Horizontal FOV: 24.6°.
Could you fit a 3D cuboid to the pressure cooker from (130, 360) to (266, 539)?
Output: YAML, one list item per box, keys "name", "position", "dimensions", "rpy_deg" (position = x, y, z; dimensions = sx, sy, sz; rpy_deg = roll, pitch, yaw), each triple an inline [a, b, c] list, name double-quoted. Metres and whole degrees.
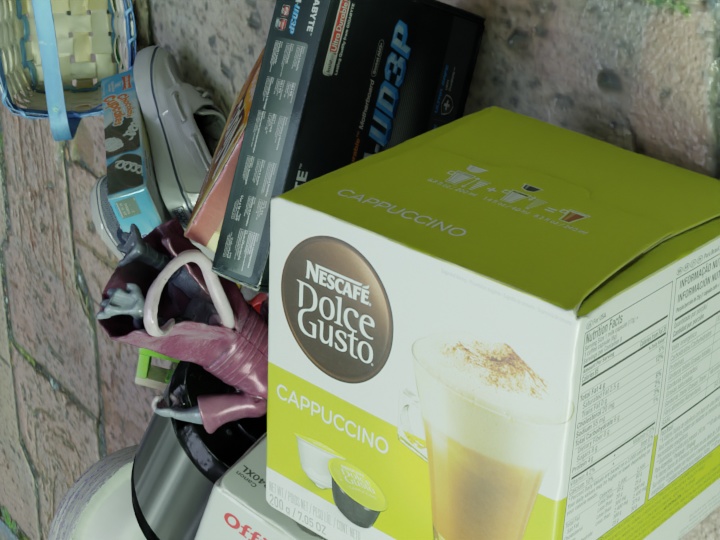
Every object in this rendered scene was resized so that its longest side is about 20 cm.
- name: "pressure cooker"
  position: [-0.093, 0.156, 1.335]
  dimensions: [0.179, 0.175, 0.200]
  rpy_deg: [64, 144, 28]

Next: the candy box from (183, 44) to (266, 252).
- name: "candy box"
  position: [-0.061, -0.105, 1.168]
  dimensions: [0.116, 0.055, 0.200]
  rpy_deg: [-57, 12, 31]

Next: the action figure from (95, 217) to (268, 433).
- name: "action figure"
  position: [-0.087, 0.044, 1.175]
  dimensions: [0.200, 0.134, 0.149]
  rpy_deg: [39, 155, -23]

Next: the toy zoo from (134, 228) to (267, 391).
- name: "toy zoo"
  position: [-0.115, 0.035, 1.390]
  dimensions: [0.021, 0.131, 0.200]
  rpy_deg: [-79, 4, -50]

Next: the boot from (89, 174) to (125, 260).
- name: "boot"
  position: [-0.184, -0.031, 1.549]
  dimensions: [0.200, 0.073, 0.090]
  rpy_deg: [57, 137, 21]

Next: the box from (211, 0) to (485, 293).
- name: "box"
  position: [-0.004, -0.082, 1.047]
  dimensions: [0.046, 0.159, 0.201]
  rpy_deg: [19, 96, 39]

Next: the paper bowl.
- name: "paper bowl"
  position: [-0.175, 0.262, 1.495]
  dimensions: [0.104, 0.200, 0.202]
  rpy_deg: [2, 102, 60]

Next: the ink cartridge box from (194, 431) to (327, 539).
- name: "ink cartridge box"
  position: [-0.049, 0.230, 1.172]
  dimensions: [0.145, 0.083, 0.200]
  rpy_deg: [33, 131, 13]

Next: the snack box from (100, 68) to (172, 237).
- name: "snack box"
  position: [-0.190, -0.078, 1.452]
  dimensions: [0.200, 0.037, 0.116]
  rpy_deg: [-105, -4, -53]

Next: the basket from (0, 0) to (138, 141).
- name: "basket"
  position: [-0.279, -0.223, 1.536]
  dimensions: [0.200, 0.138, 0.177]
  rpy_deg: [-88, -6, -74]

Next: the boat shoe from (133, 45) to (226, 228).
- name: "boat shoe"
  position: [-0.148, -0.124, 1.444]
  dimensions: [0.074, 0.065, 0.201]
  rpy_deg: [54, -164, -56]

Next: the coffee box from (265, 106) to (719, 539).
- name: "coffee box"
  position: [0.084, 0.046, 0.909]
  dimensions: [0.199, 0.200, 0.199]
  rpy_deg: [23, 122, 35]
